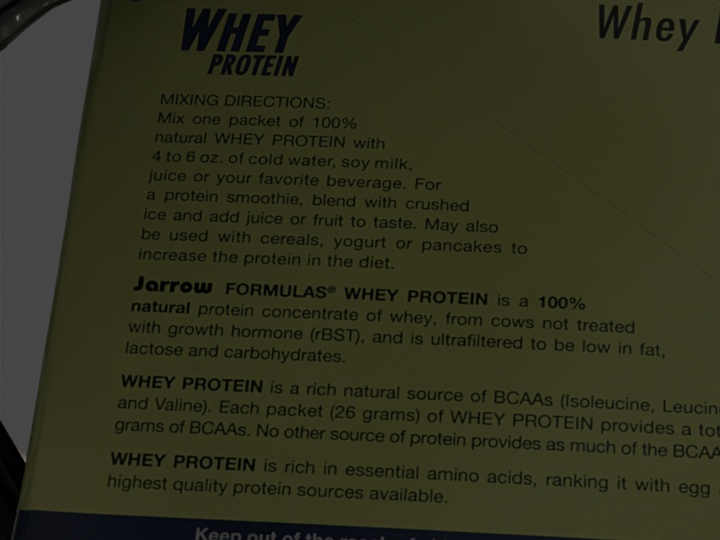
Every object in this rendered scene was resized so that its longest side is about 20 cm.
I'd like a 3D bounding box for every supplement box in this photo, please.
[{"bbox_3d":[0.032,0.017,0.570,0.134,0.200,0.200,85,9,-61],"label":"supplement box"}]

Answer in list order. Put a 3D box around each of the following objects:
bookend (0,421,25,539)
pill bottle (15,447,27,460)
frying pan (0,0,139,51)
[{"bbox_3d":[-0.199,0.060,0.474,0.199,0.092,0.200,-35,160,3],"label":"bookend"},{"bbox_3d":[-0.175,0.140,0.702,0.200,0.109,0.109,-52,159,15],"label":"pill bottle"},{"bbox_3d":[-0.032,-0.085,0.505,0.190,0.031,0.115,-48,-158,-8],"label":"frying pan"}]
